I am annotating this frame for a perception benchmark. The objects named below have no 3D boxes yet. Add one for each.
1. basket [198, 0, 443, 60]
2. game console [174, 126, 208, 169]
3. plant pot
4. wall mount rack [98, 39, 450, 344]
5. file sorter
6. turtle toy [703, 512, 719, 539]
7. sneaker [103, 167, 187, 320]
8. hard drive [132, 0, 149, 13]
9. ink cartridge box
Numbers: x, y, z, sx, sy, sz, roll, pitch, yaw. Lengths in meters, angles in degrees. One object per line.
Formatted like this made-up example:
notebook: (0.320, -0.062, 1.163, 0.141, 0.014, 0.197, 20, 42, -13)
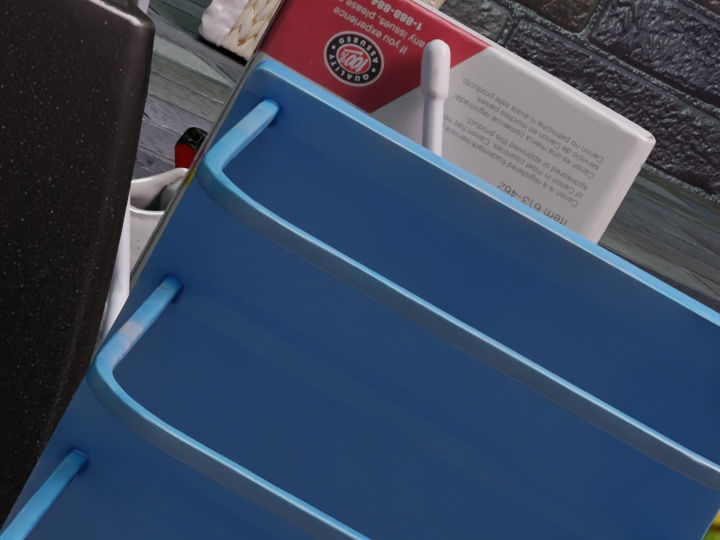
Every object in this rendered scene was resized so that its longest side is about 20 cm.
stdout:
basket: (-0.014, -0.243, 2.428, 0.161, 0.200, 0.198, 35, 9, -1)
game console: (0.013, -0.029, 1.356, 0.172, 0.119, 0.200, 37, -12, 5)
plant pot: (-0.175, -0.042, 0.857, 0.199, 0.177, 0.200, 23, 12, -30)
wall mount rack: (-0.033, 0.004, 1.018, 0.200, 0.075, 0.174, 1, 49, 2)
file sorter: (-0.015, 0.082, 0.607, 0.139, 0.200, 0.123, 29, 11, -1)
turtle toy: (0.075, 0.113, 0.961, 0.101, 0.146, 0.200, 10, 4, 15)
sneaker: (-0.065, 0.000, 1.244, 0.200, 0.089, 0.075, 22, 10, -41)
hard drive: (-0.128, -0.133, 0.950, 0.135, 0.200, 0.042, -2, 48, -9)
ink cartridge box: (0.000, 0.000, 1.097, 0.146, 0.200, 0.083, 31, 6, 5)
